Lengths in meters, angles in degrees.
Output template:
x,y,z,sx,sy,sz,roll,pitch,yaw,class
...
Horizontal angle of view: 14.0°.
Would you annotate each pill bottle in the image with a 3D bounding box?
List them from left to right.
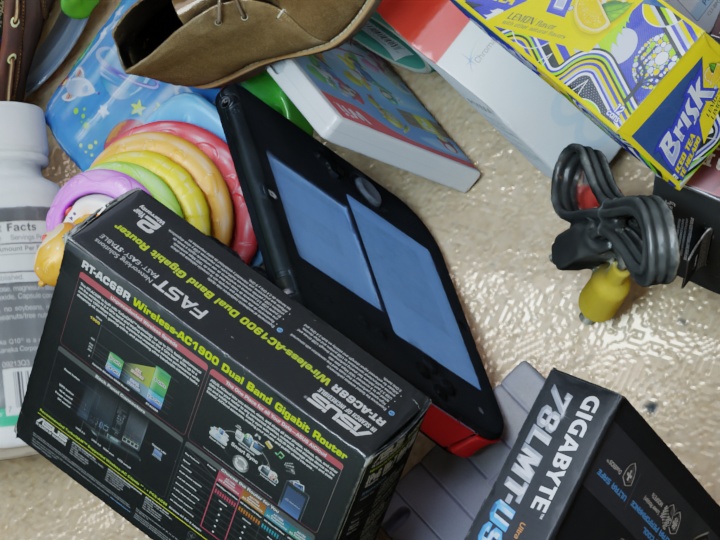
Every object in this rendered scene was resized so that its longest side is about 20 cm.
x,y,z,sx,sy,sz,roll,pitch,yaw,class
-0.222,0.008,1.712,0.113,0.113,0.201,-9,83,20,pill bottle

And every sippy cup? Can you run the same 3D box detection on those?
x,y,z,sx,sy,sz,roll,pitch,yaw,class
-0.114,-0.107,1.753,0.130,0.140,0.178,-43,27,11,sippy cup

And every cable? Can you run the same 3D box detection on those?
x,y,z,sx,sy,sz,roll,pitch,yaw,class
0.143,-0.027,1.559,0.050,0.200,0.098,2,83,-14,cable

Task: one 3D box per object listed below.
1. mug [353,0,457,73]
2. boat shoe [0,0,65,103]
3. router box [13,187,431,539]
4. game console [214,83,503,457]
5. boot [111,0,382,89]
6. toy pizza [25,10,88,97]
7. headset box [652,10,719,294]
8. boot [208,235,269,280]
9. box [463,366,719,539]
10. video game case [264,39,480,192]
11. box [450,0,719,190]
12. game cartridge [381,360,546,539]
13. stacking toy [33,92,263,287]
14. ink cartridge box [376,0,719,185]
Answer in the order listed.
x,y,z,sx,sy,sz,roll,pitch,yaw,class
0.047,-0.179,1.696,0.185,0.152,0.115,29,82,32,mug
-0.239,-0.118,1.797,0.070,0.070,0.201,23,106,20,boat shoe
-0.074,0.074,1.496,0.200,0.150,0.062,35,44,15,router box
0.000,0.000,1.597,0.031,0.177,0.200,-37,41,16,game console
-0.057,-0.147,1.583,0.200,0.075,0.074,-29,73,43,boot
-0.253,-0.175,1.899,0.199,0.032,0.201,-11,62,21,toy pizza
0.215,-0.084,1.568,0.077,0.149,0.201,22,75,10,headset box
-0.042,0.094,1.574,0.164,0.201,0.066,20,36,30,boot
0.100,0.177,1.431,0.050,0.200,0.199,19,74,32,box
-0.026,-0.129,1.711,0.017,0.143,0.200,-49,55,17,video game case
0.118,-0.125,1.516,0.070,0.064,0.200,-49,41,3,box
0.111,0.153,1.575,0.130,0.038,0.200,-41,56,-4,game cartridge
-0.130,-0.021,1.605,0.110,0.200,0.116,43,112,9,stacking toy
0.106,-0.163,1.631,0.160,0.200,0.047,-51,36,-3,ink cartridge box
